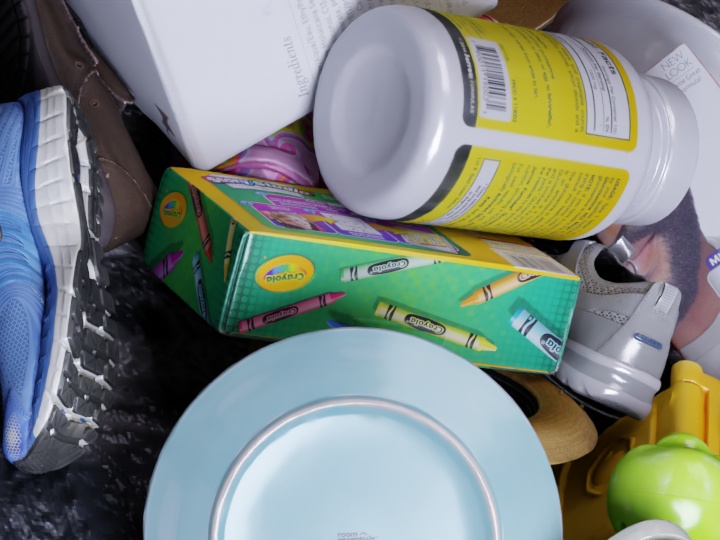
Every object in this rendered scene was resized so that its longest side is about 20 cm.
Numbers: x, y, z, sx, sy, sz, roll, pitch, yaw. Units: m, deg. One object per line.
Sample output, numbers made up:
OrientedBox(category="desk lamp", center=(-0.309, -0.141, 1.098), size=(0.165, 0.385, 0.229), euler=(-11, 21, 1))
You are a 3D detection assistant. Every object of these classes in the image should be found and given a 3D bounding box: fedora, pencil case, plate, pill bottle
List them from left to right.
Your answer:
OrientedBox(category="pencil case", center=(-0.069, -0.099, 1.396), size=(0.087, 0.087, 0.200), euler=(20, 40, -26))
OrientedBox(category="plate", center=(-0.003, 0.127, 1.136), size=(0.200, 0.200, 0.026), euler=(38, -1, -3))
OrientedBox(category="fedora", center=(0.026, 0.089, 1.252), size=(0.200, 0.082, 0.201), euler=(13, 12, -3))
OrientedBox(category="pill bottle", center=(0.083, -0.075, 1.306), size=(0.200, 0.112, 0.113), euler=(6, 48, -37))

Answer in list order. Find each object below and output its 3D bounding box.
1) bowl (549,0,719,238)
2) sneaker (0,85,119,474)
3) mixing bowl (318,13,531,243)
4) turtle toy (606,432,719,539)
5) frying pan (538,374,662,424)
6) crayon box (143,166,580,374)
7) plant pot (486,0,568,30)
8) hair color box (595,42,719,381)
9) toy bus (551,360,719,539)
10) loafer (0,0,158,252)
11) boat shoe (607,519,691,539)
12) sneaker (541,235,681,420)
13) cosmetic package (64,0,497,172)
OrientedBox(category="bowl", center=(0.179, -0.074, 1.535), size=(0.201, 0.201, 0.090), euler=(41, 67, 1))
OrientedBox(category="sneaker", center=(-0.173, 0.008, 1.204), size=(0.079, 0.089, 0.200), euler=(63, 19, -63))
OrientedBox(category="mixing bowl", center=(0.048, -0.091, 1.470), size=(0.200, 0.108, 0.200), euler=(25, 39, -22))
OrientedBox(category="turtle toy", center=(0.144, 0.179, 1.208), size=(0.145, 0.200, 0.101), euler=(10, 28, -3))
OrientedBox(category="frying pan", center=(0.132, 0.029, 1.482), size=(0.115, 0.031, 0.190), euler=(29, 31, -17))
OrientedBox(category="crayon box", center=(0.000, 0.000, 1.279), size=(0.200, 0.058, 0.119), euler=(8, 14, -27))
OrientedBox(category="plant pot", center=(0.056, -0.279, 1.637), size=(0.186, 0.187, 0.200), euler=(-7, 44, -46))
OrientedBox(category="hair color box", center=(0.205, -0.018, 1.395), size=(0.200, 0.111, 0.064), euler=(56, 9, 24))
OrientedBox(category="toy bus", center=(0.220, 0.139, 1.311), size=(0.200, 0.192, 0.136), euler=(31, 35, -15))
OrientedBox(category="loafer", center=(-0.165, -0.091, 1.319), size=(0.071, 0.073, 0.200), euler=(1, 60, -47))
OrientedBox(category="boat shoe", center=(0.088, 0.203, 1.116), size=(0.075, 0.199, 0.066), euler=(45, 8, -38))
OrientedBox(category="sneaker", center=(0.128, 0.017, 1.353), size=(0.075, 0.082, 0.200), euler=(27, 7, -27))
OrientedBox(category="cosmetic package", center=(-0.061, -0.195, 1.310), size=(0.200, 0.165, 0.165), euler=(-31, 47, -13))
